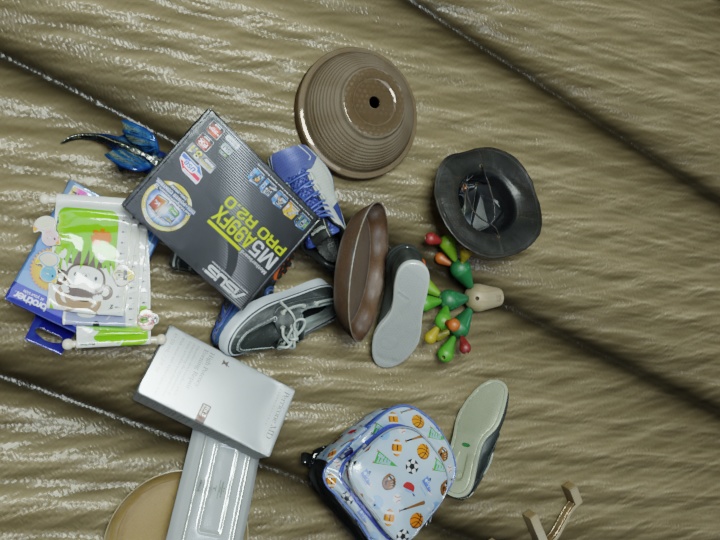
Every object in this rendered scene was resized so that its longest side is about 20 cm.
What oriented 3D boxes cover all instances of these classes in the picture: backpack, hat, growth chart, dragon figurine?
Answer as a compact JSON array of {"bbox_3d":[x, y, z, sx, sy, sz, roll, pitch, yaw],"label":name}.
[{"bbox_3d":[0.044,0.295,0.961,0.190,0.154,0.201,-40,97,-31],"label":"backpack"},{"bbox_3d":[0.192,-0.097,1.045,0.197,0.081,0.205,8,68,-20],"label":"hat"},{"bbox_3d":[-0.328,0.002,0.815,0.142,0.018,0.204,-7,92,-21],"label":"growth chart"},{"bbox_3d":[-0.296,-0.157,0.857,0.197,0.099,0.060,26,82,-10],"label":"dragon figurine"}]

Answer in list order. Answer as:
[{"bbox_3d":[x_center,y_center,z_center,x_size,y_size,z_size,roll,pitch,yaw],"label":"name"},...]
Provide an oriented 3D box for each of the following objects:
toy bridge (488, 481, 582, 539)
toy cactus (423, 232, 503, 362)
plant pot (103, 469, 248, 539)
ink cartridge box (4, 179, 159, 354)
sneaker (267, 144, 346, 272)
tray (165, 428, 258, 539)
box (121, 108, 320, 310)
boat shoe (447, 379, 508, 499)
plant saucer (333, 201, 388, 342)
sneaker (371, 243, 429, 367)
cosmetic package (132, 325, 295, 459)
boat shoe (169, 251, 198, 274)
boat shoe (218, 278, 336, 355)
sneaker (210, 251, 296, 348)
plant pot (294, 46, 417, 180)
[{"bbox_3d":[0.302,0.446,1.116,0.198,0.027,0.068,-28,100,-18],"label":"toy bridge"},{"bbox_3d":[0.165,0.041,1.043,0.162,0.102,0.204,-1,82,-30],"label":"toy cactus"},{"bbox_3d":[-0.257,0.379,0.912,0.196,0.027,0.204,0,90,-20],"label":"plant pot"},{"bbox_3d":[-0.364,0.005,0.851,0.135,0.076,0.203,28,82,-18],"label":"ink cartridge box"},{"bbox_3d":[-0.062,-0.085,0.931,0.079,0.115,0.202,-25,98,2],"label":"sneaker"},{"bbox_3d":[-0.198,0.303,0.905,0.106,0.022,0.204,18,66,-20],"label":"tray"},{"bbox_3d":[-0.173,-0.075,0.828,0.161,0.044,0.200,-48,110,-5],"label":"box"},{"bbox_3d":[0.191,0.277,1.067,0.068,0.071,0.202,47,64,-51],"label":"boat shoe"},{"bbox_3d":[0.000,0.000,0.942,0.034,0.200,0.204,8,86,14],"label":"plant saucer"},{"bbox_3d":[0.061,0.050,1.006,0.069,0.100,0.203,10,120,-6],"label":"sneaker"},{"bbox_3d":[-0.199,0.171,0.894,0.198,0.074,0.103,29,64,-14],"label":"cosmetic package"},{"bbox_3d":[-0.217,-0.095,0.902,0.066,0.072,0.204,7,78,12],"label":"boat shoe"},{"bbox_3d":[-0.103,0.076,0.917,0.197,0.068,0.075,-20,135,-41],"label":"boat shoe"},{"bbox_3d":[-0.162,0.019,0.932,0.075,0.078,0.202,24,95,-59],"label":"sneaker"},{"bbox_3d":[0.006,-0.243,0.979,0.197,0.092,0.205,0,89,-21],"label":"plant pot"}]
